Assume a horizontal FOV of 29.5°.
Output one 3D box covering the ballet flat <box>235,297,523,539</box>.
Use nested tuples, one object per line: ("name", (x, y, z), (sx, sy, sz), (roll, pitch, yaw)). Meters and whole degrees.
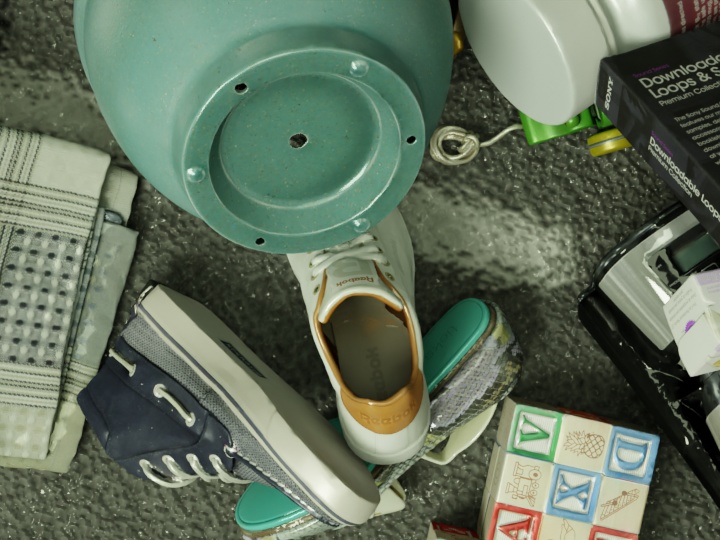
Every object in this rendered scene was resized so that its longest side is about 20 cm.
("ballet flat", (0.020, 0.104, 0.802), (0.200, 0.072, 0.072), (-41, 91, 0))

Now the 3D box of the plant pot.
("plant pot", (-0.039, -0.094, 0.685), (0.199, 0.135, 0.201), (-9, 133, -9))

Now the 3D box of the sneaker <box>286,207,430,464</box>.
("sneaker", (0.000, 0.000, 0.760), (0.072, 0.085, 0.201), (-15, 63, -5))

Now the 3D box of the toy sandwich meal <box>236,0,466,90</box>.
("toy sandwich meal", (-0.015, -0.177, 0.794), (0.203, 0.070, 0.207), (0, 90, 0))

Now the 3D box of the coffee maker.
("coffee maker", (0.214, 0.072, 0.763), (0.134, 0.192, 0.201), (-24, 68, -22))

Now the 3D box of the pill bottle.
("pill bottle", (0.158, -0.174, 0.752), (0.199, 0.114, 0.115), (-36, 91, -15))

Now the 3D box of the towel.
("towel", (-0.224, 0.012, 0.762), (0.199, 0.034, 0.194), (13, 90, -36))

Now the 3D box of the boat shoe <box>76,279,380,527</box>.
("boat shoe", (-0.079, 0.098, 0.769), (0.200, 0.075, 0.093), (41, 96, 35))

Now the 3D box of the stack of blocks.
("stack of blocks", (0.095, 0.179, 0.803), (0.114, 0.059, 0.202), (13, 90, 0))

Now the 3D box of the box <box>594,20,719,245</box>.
("box", (0.225, -0.053, 0.662), (0.142, 0.036, 0.201), (-19, 53, -17))

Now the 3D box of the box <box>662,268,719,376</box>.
("box", (0.246, 0.008, 0.668), (0.198, 0.041, 0.039), (-11, 68, -17))

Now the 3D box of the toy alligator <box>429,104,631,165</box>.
("toy alligator", (0.138, -0.098, 0.804), (0.198, 0.054, 0.060), (-16, 90, 0))
